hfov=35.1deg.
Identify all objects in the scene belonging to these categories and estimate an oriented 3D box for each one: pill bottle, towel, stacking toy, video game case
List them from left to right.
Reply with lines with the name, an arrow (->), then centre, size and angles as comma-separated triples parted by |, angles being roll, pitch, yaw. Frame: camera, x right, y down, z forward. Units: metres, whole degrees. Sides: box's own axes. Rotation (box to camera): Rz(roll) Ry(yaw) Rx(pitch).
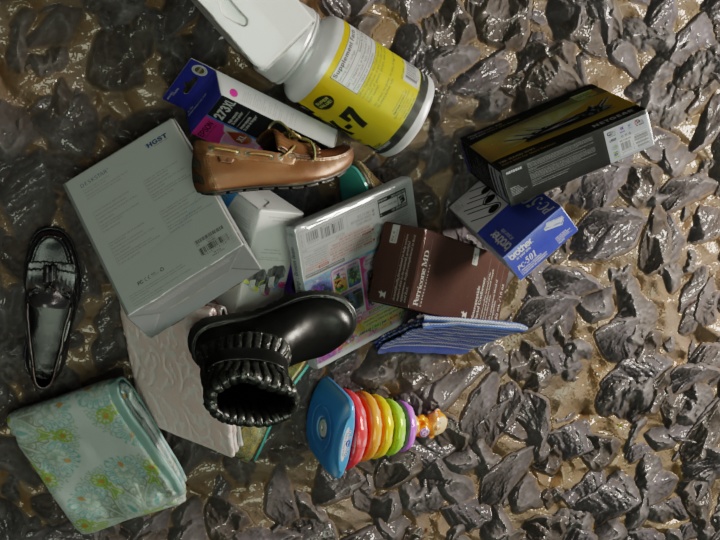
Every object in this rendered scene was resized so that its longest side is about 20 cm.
towel -> -0.334, 0.240, 1.460 | 0.170, 0.048, 0.201 | -20, 114, 12
towel -> -0.224, 0.116, 1.406 | 0.032, 0.190, 0.202 | -26, 119, -43
pill bottle -> -0.020, -0.231, 1.360 | 0.199, 0.114, 0.115 | 29, 100, -22
video game case -> 0.000, 0.000, 1.402 | 0.199, 0.024, 0.184 | -26, 117, -38
stacking toy -> 0.035, 0.214, 1.558 | 0.198, 0.110, 0.117 | 3, 107, -28
towel -> 0.112, 0.088, 1.482 | 0.143, 0.200, 0.024 | 4, 78, -17

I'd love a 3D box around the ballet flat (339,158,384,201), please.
ballet flat -> 0.024, -0.059, 1.473 | 0.065, 0.070, 0.202 | -30, 121, -33

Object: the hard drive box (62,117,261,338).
hard drive box -> -0.231, -0.051, 1.321 | 0.155, 0.201, 0.077 | -30, 155, -1

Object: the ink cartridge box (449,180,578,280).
ink cartridge box -> 0.188, -0.066, 1.430 | 0.094, 0.200, 0.044 | -41, 115, 2

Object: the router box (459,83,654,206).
router box -> 0.243, -0.162, 1.434 | 0.198, 0.157, 0.053 | -23, 114, -7

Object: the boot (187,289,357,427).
boot -> -0.084, 0.099, 1.265 | 0.209, 0.158, 0.080 | -15, 115, -15

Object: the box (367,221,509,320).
box -> 0.104, 0.009, 1.439 | 0.199, 0.075, 0.101 | 14, 87, -48

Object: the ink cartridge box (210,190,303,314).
ink cartridge box -> -0.148, 0.001, 1.404 | 0.067, 0.115, 0.202 | 3, 111, -37

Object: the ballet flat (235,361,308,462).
ballet flat -> -0.124, 0.161, 1.507 | 0.070, 0.071, 0.201 | 25, 101, -22

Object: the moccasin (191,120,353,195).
moccasin -> -0.098, -0.131, 1.295 | 0.200, 0.074, 0.079 | -6, 99, -25

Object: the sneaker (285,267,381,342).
sneaker -> -0.041, 0.026, 1.455 | 0.200, 0.100, 0.070 | 36, 96, -24

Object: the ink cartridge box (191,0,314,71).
ink cartridge box -> -0.143, -0.311, 1.248 | 0.085, 0.200, 0.146 | -42, 115, 3

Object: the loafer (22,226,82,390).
loafer -> -0.379, 0.050, 1.393 | 0.071, 0.063, 0.202 | 3, 109, -16

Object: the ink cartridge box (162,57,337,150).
ink cartridge box -> -0.135, -0.177, 1.364 | 0.199, 0.037, 0.095 | 26, 146, -21
